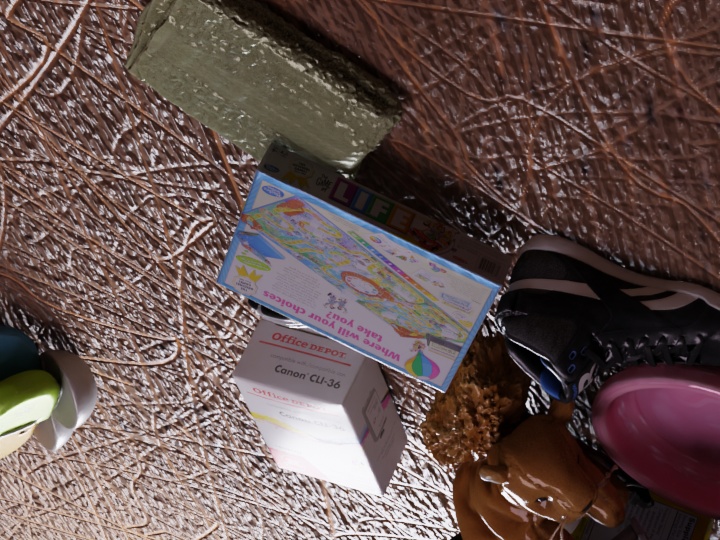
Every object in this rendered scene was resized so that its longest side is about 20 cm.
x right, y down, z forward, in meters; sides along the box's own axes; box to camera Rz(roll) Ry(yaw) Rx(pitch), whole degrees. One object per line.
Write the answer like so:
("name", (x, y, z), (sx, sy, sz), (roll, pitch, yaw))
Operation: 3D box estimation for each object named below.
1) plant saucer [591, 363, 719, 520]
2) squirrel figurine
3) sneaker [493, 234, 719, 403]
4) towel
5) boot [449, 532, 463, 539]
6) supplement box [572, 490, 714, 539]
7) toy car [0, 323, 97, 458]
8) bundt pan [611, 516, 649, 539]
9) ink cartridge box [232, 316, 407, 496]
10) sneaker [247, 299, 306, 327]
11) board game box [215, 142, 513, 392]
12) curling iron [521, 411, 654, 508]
("plant saucer", (0.281, 0.127, 1.565), (0.199, 0.051, 0.201), (21, 151, 13))
("squirrel figurine", (0.120, 0.149, 1.596), (0.200, 0.141, 0.187), (50, 172, 18))
("sneaker", (0.193, 0.059, 1.466), (0.198, 0.112, 0.073), (20, 151, 12))
("towel", (-0.073, -0.138, 1.453), (0.199, 0.037, 0.148), (32, 150, -6))
("boot", (0.128, 0.302, 1.742), (0.199, 0.069, 0.174), (33, 154, 4))
("supplement box", (0.197, 0.249, 1.768), (0.198, 0.109, 0.110), (20, 150, 13))
("toy car", (-0.376, 0.122, 2.027), (0.151, 0.174, 0.200), (64, 151, 9))
("bundt pan", (0.237, 0.300, 1.583), (0.203, 0.075, 0.202), (58, -175, -8))
("ink cartridge box", (-0.039, 0.112, 1.790), (0.116, 0.068, 0.201), (12, 148, 25))
("sneaker", (-0.001, 0.035, 1.634), (0.199, 0.076, 0.092), (6, 149, 36))
("board game box", (0.000, 0.000, 1.508), (0.199, 0.034, 0.135), (26, 137, 0))
("curling iron", (0.168, 0.146, 1.708), (0.199, 0.026, 0.050), (31, -172, 2))
